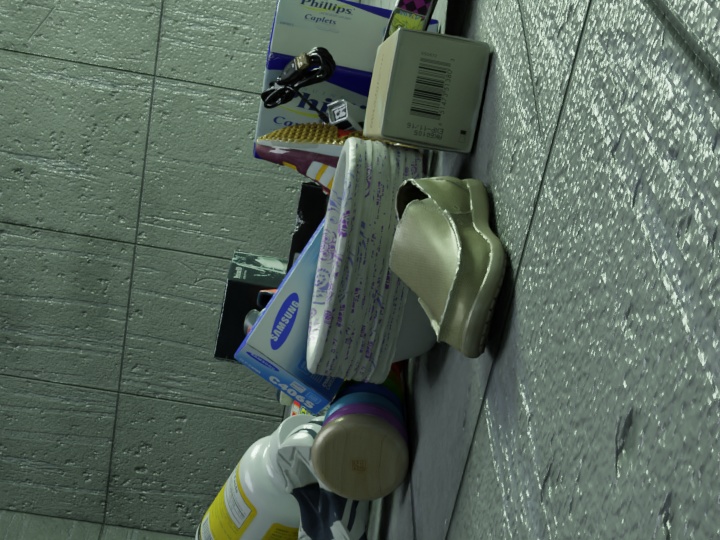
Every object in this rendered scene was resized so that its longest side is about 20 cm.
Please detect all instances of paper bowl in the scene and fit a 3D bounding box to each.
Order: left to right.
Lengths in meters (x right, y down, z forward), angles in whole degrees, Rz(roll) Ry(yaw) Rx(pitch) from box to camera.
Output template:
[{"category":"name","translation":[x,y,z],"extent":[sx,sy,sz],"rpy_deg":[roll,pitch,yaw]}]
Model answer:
[{"category":"paper bowl","translation":[0.020,-0.005,1.050],"extent":[0.201,0.104,0.201],"rpy_deg":[-170,90,-86]}]

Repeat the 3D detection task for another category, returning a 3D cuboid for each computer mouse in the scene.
[{"category":"computer mouse","translation":[-0.009,-0.147,1.341],"extent":[0.110,0.200,0.044],"rpy_deg":[-39,8,46]}]

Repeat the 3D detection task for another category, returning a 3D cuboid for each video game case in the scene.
[{"category":"video game case","translation":[0.064,-0.285,1.263],"extent":[0.181,0.036,0.200],"rpy_deg":[111,179,-65]}]

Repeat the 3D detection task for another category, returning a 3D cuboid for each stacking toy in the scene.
[{"category":"stacking toy","translation":[0.009,0.123,1.160],"extent":[0.200,0.085,0.085],"rpy_deg":[-76,-2,-64]}]

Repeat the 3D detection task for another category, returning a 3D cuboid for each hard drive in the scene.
[{"category":"hard drive","translation":[-0.060,-0.036,1.504],"extent":[0.200,0.038,0.140],"rpy_deg":[-91,11,-86]}]

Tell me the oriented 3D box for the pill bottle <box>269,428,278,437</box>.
[{"category":"pill bottle","translation":[-0.076,0.262,1.632],"extent":[0.200,0.111,0.111],"rpy_deg":[-106,26,-79]}]

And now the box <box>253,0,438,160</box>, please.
[{"category":"box","translation":[-0.021,-0.206,1.443],"extent":[0.200,0.184,0.105],"rpy_deg":[107,174,-58]}]

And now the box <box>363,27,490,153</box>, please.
[{"category":"box","translation":[0.053,-0.154,1.099],"extent":[0.200,0.078,0.095],"rpy_deg":[-131,51,-84]}]

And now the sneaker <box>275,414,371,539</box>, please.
[{"category":"sneaker","translation":[-0.010,0.219,1.217],"extent":[0.130,0.079,0.199],"rpy_deg":[-41,-62,-51]}]

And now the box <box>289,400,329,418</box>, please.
[{"category":"box","translation":[-0.040,0.216,1.426],"extent":[0.200,0.035,0.110],"rpy_deg":[-159,78,-68]}]

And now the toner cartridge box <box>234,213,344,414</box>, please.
[{"category":"toner cartridge box","translation":[-0.025,0.025,1.169],"extent":[0.200,0.095,0.043],"rpy_deg":[-59,7,-31]}]

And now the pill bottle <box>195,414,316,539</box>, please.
[{"category":"pill bottle","translation":[-0.091,0.246,1.335],"extent":[0.200,0.111,0.111],"rpy_deg":[-56,19,36]}]

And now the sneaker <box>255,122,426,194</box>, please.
[{"category":"sneaker","translation":[-0.024,-0.099,1.292],"extent":[0.075,0.200,0.090],"rpy_deg":[-31,-58,-48]}]

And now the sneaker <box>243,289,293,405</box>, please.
[{"category":"sneaker","translation":[-0.111,0.095,1.613],"extent":[0.200,0.084,0.075],"rpy_deg":[-87,8,-55]}]

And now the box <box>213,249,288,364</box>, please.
[{"category":"box","translation":[-0.101,0.063,1.802],"extent":[0.200,0.196,0.124],"rpy_deg":[-105,25,-77]}]

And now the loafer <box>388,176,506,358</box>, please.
[{"category":"loafer","translation":[0.055,-0.007,0.857],"extent":[0.200,0.068,0.076],"rpy_deg":[-91,11,-64]}]
